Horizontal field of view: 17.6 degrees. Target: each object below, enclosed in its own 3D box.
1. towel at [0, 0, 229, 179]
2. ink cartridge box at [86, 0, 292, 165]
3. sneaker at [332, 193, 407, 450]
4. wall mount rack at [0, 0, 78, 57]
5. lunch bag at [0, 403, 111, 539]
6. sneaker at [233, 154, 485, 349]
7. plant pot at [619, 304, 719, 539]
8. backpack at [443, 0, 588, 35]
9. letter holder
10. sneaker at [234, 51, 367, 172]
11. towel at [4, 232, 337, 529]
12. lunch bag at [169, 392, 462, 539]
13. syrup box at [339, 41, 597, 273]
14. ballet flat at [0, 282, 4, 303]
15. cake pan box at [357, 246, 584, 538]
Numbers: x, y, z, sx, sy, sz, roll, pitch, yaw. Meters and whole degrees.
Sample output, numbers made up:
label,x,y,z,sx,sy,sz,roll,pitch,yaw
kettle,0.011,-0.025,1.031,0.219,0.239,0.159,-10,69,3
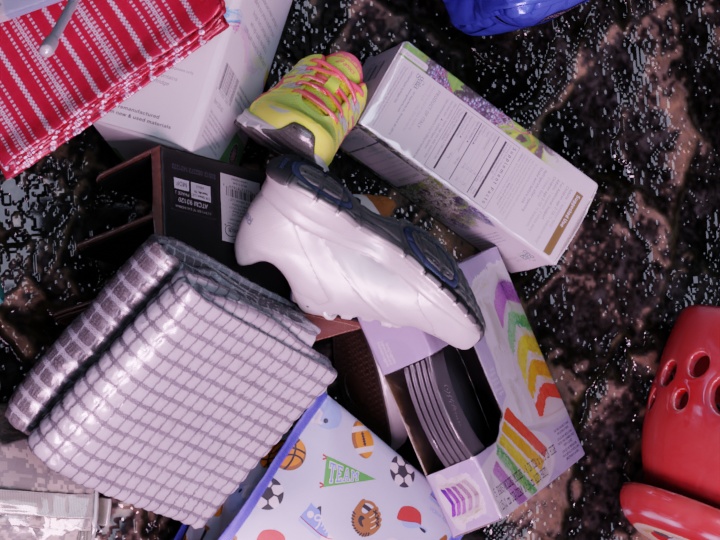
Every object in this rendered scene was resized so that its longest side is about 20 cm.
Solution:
label,x,y,z,sx,sy,sz,roll,pitch,yaw
towel,-0.203,-0.175,1.647,0.199,0.022,0.145,-35,66,5
ink cartridge box,-0.117,-0.172,1.714,0.087,0.145,0.201,17,80,12
sneaker,0.022,0.038,1.800,0.084,0.073,0.202,-15,96,-31
wall mount rack,-0.263,-0.193,1.620,0.199,0.075,0.175,-18,64,16
lunch bag,-0.287,0.157,1.618,0.198,0.168,0.141,6,83,-20
sneaker,0.000,0.000,1.635,0.199,0.075,0.087,33,110,-14
plant pot,0.314,0.146,1.839,0.199,0.200,0.184,27,79,-17
backpack,0.128,-0.278,1.798,0.162,0.200,0.169,-29,96,-21
letter holder,-0.114,-0.006,1.700,0.199,0.142,0.101,13,66,-43
sneaker,-0.035,-0.123,1.709,0.078,0.200,0.091,37,98,-6
towel,-0.126,0.073,1.580,0.166,0.086,0.200,-48,146,9
lunch bag,-0.045,0.217,1.713,0.170,0.124,0.201,39,65,-17
syrup box,0.080,-0.086,1.828,0.199,0.079,0.082,34,74,-16
ballet flat,-0.318,-0.057,1.687,0.072,0.068,0.202,-15,96,-2
cake pan box,0.084,0.088,1.756,0.200,0.052,0.185,-21,86,-63
